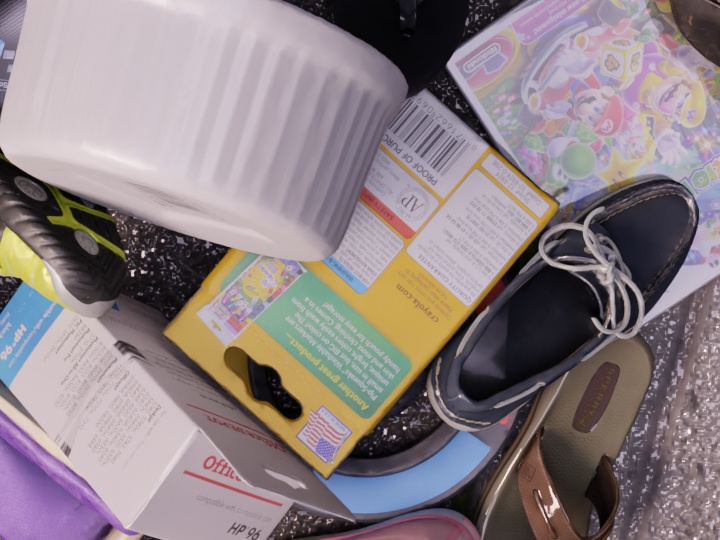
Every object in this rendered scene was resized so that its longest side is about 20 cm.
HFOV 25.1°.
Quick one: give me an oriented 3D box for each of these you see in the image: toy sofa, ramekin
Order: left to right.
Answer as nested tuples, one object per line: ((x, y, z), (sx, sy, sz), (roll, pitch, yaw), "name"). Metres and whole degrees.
((-0.215, 0.104, 0.939), (0.200, 0.098, 0.083), (40, 96, -7), "toy sofa")
((-0.083, -0.076, 0.809), (0.198, 0.200, 0.099), (17, 84, -3), "ramekin")

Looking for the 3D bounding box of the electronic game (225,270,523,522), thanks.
((0.003, 0.052, 0.962), (0.197, 0.042, 0.202), (0, 98, -1), "electronic game")

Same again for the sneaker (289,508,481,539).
((-0.027, 0.203, 0.938), (0.199, 0.105, 0.076), (-23, 99, 18), "sneaker")

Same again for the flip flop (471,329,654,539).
((0.125, 0.130, 0.958), (0.080, 0.058, 0.202), (19, 99, -24), "flip flop")

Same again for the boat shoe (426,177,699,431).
((0.120, 0.014, 0.911), (0.199, 0.062, 0.075), (-35, 86, -13), "boat shoe")

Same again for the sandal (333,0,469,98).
((0.036, -0.194, 0.893), (0.075, 0.043, 0.202), (17, 78, 6), "sandal")

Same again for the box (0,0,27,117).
((-0.189, -0.140, 0.928), (0.198, 0.050, 0.201), (5, 98, -1), "box")

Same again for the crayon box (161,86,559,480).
((0.000, 0.000, 0.911), (0.126, 0.052, 0.200), (41, 86, 2), "crayon box")

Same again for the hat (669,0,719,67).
((0.222, -0.157, 0.905), (0.080, 0.200, 0.202), (-18, 101, 41), "hat")

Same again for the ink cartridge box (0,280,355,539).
((-0.106, 0.088, 0.878), (0.200, 0.116, 0.068), (41, 96, 35), "ink cartridge box")

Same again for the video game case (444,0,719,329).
((0.160, -0.081, 0.957), (0.143, 0.018, 0.201), (-34, 98, 3), "video game case")

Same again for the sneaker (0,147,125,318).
((-0.207, -0.035, 0.876), (0.200, 0.075, 0.077), (40, 108, 18), "sneaker")
